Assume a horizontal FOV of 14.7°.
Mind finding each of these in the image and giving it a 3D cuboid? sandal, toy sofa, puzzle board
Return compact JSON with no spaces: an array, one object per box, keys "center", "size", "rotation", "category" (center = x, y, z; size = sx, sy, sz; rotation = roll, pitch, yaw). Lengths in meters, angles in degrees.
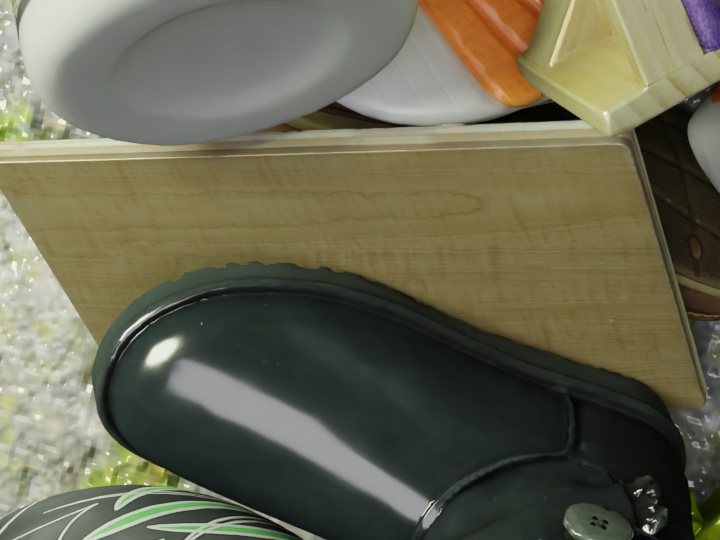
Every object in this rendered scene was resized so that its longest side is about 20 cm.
[{"center":[0.070,-0.092,0.866],"size":[0.205,0.059,0.080],"rotation":[-22,76,-16],"category":"sandal"},{"center":[0.061,-0.147,0.755],"size":[0.097,0.083,0.201],"rotation":[-27,110,-7],"category":"toy sofa"},{"center":[0.000,0.000,0.873],"size":[0.198,0.018,0.151],"rotation":[-1,148,17],"category":"puzzle board"}]

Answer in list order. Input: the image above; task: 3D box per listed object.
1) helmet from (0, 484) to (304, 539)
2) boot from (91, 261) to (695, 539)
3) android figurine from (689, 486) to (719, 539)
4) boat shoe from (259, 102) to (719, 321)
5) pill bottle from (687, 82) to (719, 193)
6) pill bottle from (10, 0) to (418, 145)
[{"center":[-0.068,0.164,0.886],"size":[0.199,0.200,0.192],"rotation":[16,99,3],"category":"helmet"},{"center":[0.024,0.078,0.809],"size":[0.199,0.168,0.077],"rotation":[14,114,-16],"category":"boot"},{"center":[0.137,0.149,0.938],"size":[0.182,0.041,0.200],"rotation":[41,103,-4],"category":"android figurine"},{"center":[0.040,-0.033,0.899],"size":[0.199,0.072,0.068],"rotation":[22,139,-6],"category":"boat shoe"},{"center":[0.203,-0.078,0.836],"size":[0.114,0.114,0.200],"rotation":[40,105,-3],"category":"pill bottle"},{"center":[-0.057,-0.147,0.797],"size":[0.112,0.112,0.201],"rotation":[-18,67,11],"category":"pill bottle"}]
